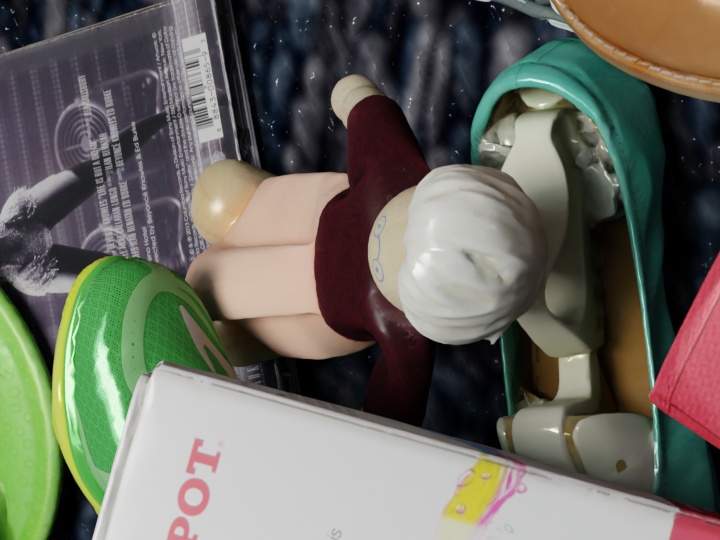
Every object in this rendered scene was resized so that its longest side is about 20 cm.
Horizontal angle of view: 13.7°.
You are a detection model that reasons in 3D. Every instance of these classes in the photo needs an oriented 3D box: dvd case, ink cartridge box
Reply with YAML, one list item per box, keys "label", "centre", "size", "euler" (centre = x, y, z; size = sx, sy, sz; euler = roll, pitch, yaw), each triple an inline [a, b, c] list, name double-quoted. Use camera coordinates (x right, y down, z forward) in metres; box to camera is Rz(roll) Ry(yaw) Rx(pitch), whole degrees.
- label: "dvd case"
  centre: [-0.114, -0.007, 1.095]
  size: [0.200, 0.016, 0.149]
  euler: [-14, 84, 35]
- label: "ink cartridge box"
  centre: [0.015, 0.120, 0.861]
  size: [0.199, 0.086, 0.148]
  euler: [17, 88, -2]

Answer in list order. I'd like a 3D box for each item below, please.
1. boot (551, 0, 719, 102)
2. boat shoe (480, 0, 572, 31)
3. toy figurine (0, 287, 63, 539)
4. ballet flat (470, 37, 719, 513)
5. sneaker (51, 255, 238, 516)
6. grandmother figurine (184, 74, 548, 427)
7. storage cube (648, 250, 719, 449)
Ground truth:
- label: "boot"
  centre: [0.054, -0.136, 0.810]
  size: [0.077, 0.155, 0.200]
  euler: [-42, 58, -1]
- label: "boat shoe"
  centre: [0.074, -0.089, 0.913]
  size: [0.200, 0.062, 0.073]
  euler: [26, 143, 37]
- label: "toy figurine"
  centre: [-0.214, 0.098, 1.050]
  size: [0.150, 0.184, 0.201]
  euler: [-8, 96, 36]
- label: "ballet flat"
  centre: [0.065, 0.027, 0.932]
  size: [0.067, 0.070, 0.201]
  euler: [-9, 86, 35]
- label: "sneaker"
  centre: [-0.033, 0.084, 0.950]
  size: [0.083, 0.074, 0.200]
  euler: [-28, 81, 40]
- label: "grandmother figurine"
  centre: [0.000, 0.000, 0.933]
  size: [0.200, 0.060, 0.122]
  euler: [170, 87, -68]
- label: "storage cube"
  centre: [0.216, 0.004, 0.762]
  size: [0.180, 0.171, 0.200]
  euler: [35, 110, 29]
